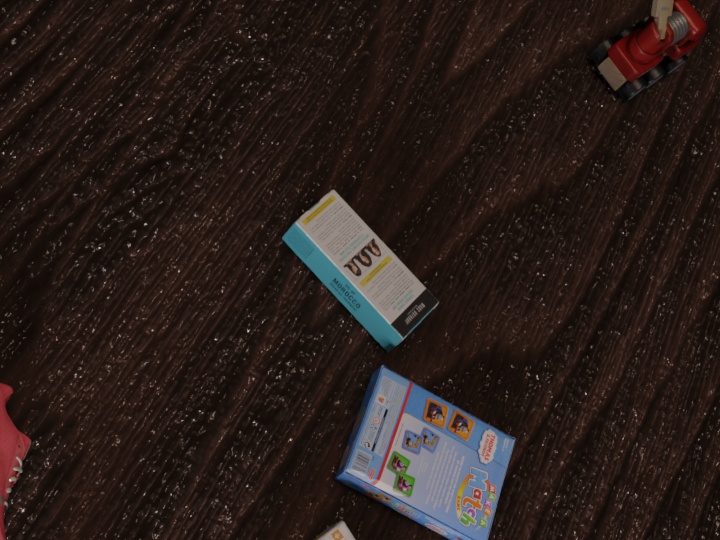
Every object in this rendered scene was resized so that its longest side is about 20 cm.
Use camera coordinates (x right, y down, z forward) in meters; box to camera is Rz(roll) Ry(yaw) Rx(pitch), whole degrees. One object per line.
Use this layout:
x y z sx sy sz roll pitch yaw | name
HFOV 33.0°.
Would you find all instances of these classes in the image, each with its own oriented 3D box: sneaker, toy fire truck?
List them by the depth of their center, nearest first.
-0.374 0.201 1.245 0.086 0.074 0.202 -7 69 -30 | sneaker
0.465 -0.384 1.873 0.175 0.200 0.129 -32 83 -34 | toy fire truck

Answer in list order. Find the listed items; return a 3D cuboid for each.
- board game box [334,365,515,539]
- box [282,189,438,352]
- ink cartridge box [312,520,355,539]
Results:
0.082 0.229 1.482 0.199 0.037 0.152 29 57 -11 | board game box
0.000 0.000 1.544 0.200 0.049 0.082 47 55 1 | box
-0.041 0.411 1.329 0.199 0.047 0.199 -31 84 -33 | ink cartridge box
